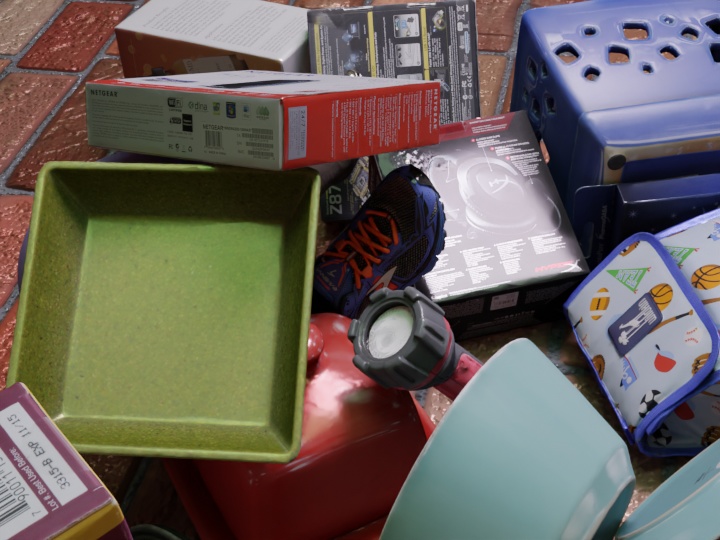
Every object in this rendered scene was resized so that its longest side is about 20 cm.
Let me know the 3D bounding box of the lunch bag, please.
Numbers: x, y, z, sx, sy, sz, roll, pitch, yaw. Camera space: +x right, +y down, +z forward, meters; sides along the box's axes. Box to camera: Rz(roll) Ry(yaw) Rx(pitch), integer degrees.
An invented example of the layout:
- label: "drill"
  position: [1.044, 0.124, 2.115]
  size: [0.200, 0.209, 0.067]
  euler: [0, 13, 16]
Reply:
- label: "lunch bag"
  position: [0.275, 0.046, 0.962]
  size: [0.199, 0.124, 0.170]
  euler: [-21, 39, 2]

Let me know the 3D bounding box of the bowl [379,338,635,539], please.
- label: "bowl"
  position: [0.103, 0.155, 0.785]
  size: [0.105, 0.201, 0.201]
  euler: [28, 48, 21]

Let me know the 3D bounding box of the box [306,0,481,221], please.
- label: "box"
  position: [0.035, -0.151, 1.172]
  size: [0.160, 0.201, 0.049]
  euler: [-5, 7, -1]

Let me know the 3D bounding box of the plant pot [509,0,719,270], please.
- label: "plant pot"
  position: [0.252, -0.116, 1.110]
  size: [0.199, 0.201, 0.180]
  euler: [-7, 44, -7]

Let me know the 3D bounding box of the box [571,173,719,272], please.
- label: "box"
  position: [0.279, -0.026, 1.046]
  size: [0.199, 0.122, 0.033]
  euler: [-6, 42, -1]

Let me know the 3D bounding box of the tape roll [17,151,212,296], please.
- label: "tape roll"
  position: [-0.164, 0.009, 0.981]
  size: [0.199, 0.201, 0.085]
  euler: [-21, 42, -20]

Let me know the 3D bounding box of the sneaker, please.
- label: "sneaker"
  position: [0.000, 0.000, 0.982]
  size: [0.075, 0.200, 0.078]
  euler: [46, 35, 23]

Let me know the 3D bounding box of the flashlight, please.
- label: "flashlight"
  position: [0.074, 0.081, 0.878]
  size: [0.068, 0.200, 0.068]
  euler: [-8, 58, 38]

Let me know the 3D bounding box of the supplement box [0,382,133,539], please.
- label: "supplement box"
  position: [-0.193, 0.192, 0.749]
  size: [0.103, 0.201, 0.131]
  euler: [-31, 45, -24]

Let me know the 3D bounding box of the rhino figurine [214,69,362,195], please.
- label: "rhino figurine"
  position: [-0.040, -0.110, 1.088]
  size: [0.060, 0.088, 0.200]
  euler: [-1, 38, 48]

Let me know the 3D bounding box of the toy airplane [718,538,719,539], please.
- label: "toy airplane"
  position: [0.264, 0.205, 0.765]
  size: [0.200, 0.141, 0.199]
  euler: [-49, 17, -32]

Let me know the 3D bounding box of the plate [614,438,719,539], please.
- label: "plate"
  position: [0.218, 0.134, 0.770]
  size: [0.200, 0.200, 0.026]
  euler: [-33, 78, -31]

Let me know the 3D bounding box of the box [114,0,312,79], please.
- label: "box"
  position: [-0.132, -0.189, 1.268]
  size: [0.199, 0.153, 0.106]
  euler: [15, 42, 24]

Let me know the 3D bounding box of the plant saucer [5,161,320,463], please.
- label: "plant saucer"
  position: [-0.128, 0.030, 0.834]
  size: [0.198, 0.048, 0.201]
  euler: [2, 73, 7]

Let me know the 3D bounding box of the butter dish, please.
- label: "butter dish"
  position: [-0.042, 0.101, 0.897]
  size: [0.199, 0.148, 0.200]
  euler: [-20, 40, -18]

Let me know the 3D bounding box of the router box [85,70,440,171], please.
- label: "router box"
  position: [-0.072, -0.116, 0.915]
  size: [0.199, 0.049, 0.179]
  euler: [10, 16, 37]

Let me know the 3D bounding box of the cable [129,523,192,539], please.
- label: "cable"
  position: [-0.084, 0.211, 0.807]
  size: [0.199, 0.098, 0.050]
  euler: [29, 8, 24]

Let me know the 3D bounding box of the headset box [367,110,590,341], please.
- label: "headset box"
  position: [0.095, -0.046, 1.080]
  size: [0.148, 0.077, 0.201]
  euler: [-12, 57, -9]
